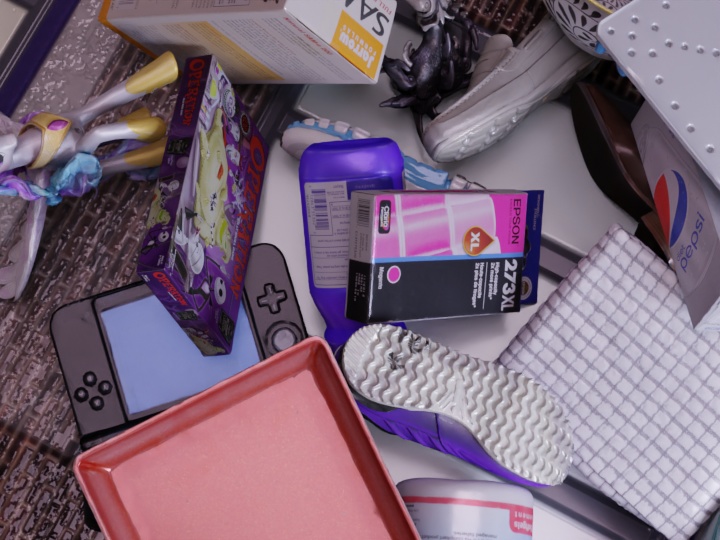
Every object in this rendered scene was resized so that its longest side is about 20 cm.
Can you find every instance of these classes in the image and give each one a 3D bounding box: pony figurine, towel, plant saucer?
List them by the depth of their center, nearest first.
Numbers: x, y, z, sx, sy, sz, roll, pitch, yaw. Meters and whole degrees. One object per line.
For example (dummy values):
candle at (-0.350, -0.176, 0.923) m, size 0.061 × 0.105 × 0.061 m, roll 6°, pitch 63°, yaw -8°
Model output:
plant saucer at (-0.072, 0.178, 0.955) m, size 0.198 × 0.037 × 0.202 m, roll -26°, pitch 87°, yaw -5°
towel at (0.220, 0.086, 1.040) m, size 0.200 × 0.085 × 0.166 m, roll 41°, pitch 104°, yaw 13°
pony figurine at (-0.245, -0.088, 1.058) m, size 0.198 × 0.193 × 0.168 m, roll -20°, pitch 80°, yaw -25°

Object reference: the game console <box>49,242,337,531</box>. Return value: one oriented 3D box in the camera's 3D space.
game console at (-0.131, 0.082, 1.036) m, size 0.198 × 0.116 × 0.178 m, roll -17°, pitch 86°, yaw -5°

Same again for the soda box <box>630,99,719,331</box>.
soda box at (0.263, -0.053, 1.002) m, size 0.067 × 0.064 × 0.202 m, roll 3°, pitch 53°, yaw -16°

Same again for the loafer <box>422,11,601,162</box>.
loafer at (0.119, -0.157, 1.111) m, size 0.199 × 0.070 × 0.070 m, roll -36°, pitch 80°, yaw -28°

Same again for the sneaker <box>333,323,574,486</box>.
sneaker at (0.064, 0.104, 1.017) m, size 0.199 × 0.099 × 0.070 m, roll 29°, pitch 67°, yaw -11°

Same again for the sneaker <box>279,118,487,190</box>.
sneaker at (0.018, -0.055, 1.098) m, size 0.198 × 0.075 × 0.087 m, roll 25°, pitch 83°, yaw 6°

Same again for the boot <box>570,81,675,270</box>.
boot at (0.294, -0.109, 1.120) m, size 0.198 × 0.064 × 0.188 m, roll -25°, pitch 78°, yaw -9°

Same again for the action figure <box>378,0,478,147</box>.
action figure at (0.042, -0.208, 1.118) m, size 0.118 × 0.102 × 0.202 m, roll -18°, pitch 118°, yaw -32°

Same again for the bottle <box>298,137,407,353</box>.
bottle at (0.000, 0.000, 1.054) m, size 0.082 × 0.065 × 0.203 m, roll -4°, pitch 102°, yaw 9°

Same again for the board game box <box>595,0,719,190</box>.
board game box at (0.298, -0.141, 0.972) m, size 0.199 × 0.026 × 0.201 m, roll -32°, pitch 76°, yaw -17°

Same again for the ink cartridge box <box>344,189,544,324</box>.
ink cartridge box at (0.076, -0.013, 1.039) m, size 0.198 × 0.037 × 0.096 m, roll -3°, pitch 100°, yaw -39°

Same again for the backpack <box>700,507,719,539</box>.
backpack at (0.310, 0.255, 0.998) m, size 0.165 × 0.127 × 0.202 m, roll 18°, pitch 74°, yaw 7°

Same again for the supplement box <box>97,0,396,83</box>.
supplement box at (-0.089, -0.204, 1.057) m, size 0.198 × 0.126 × 0.074 m, roll 6°, pitch 75°, yaw 36°

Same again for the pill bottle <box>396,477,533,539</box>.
pill bottle at (0.072, 0.260, 1.003) m, size 0.107 × 0.109 × 0.203 m, roll 4°, pitch 77°, yaw 0°

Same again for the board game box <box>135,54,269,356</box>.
board game box at (-0.117, -0.051, 1.039) m, size 0.032 × 0.120 × 0.202 m, roll -3°, pitch 56°, yaw 16°

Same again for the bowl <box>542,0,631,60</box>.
bowl at (0.213, -0.232, 1.085) m, size 0.198 × 0.095 × 0.203 m, roll 8°, pitch 54°, yaw -11°
